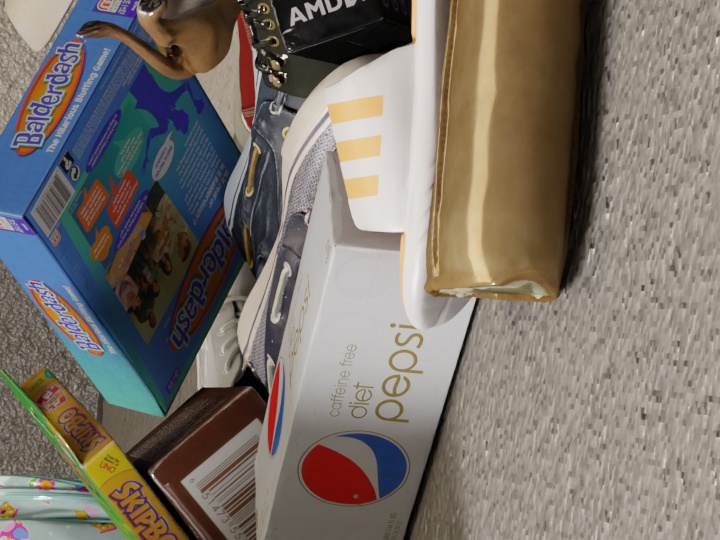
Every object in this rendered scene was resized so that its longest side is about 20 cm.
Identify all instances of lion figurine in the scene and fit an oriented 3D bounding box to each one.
[{"bbox_3d":[-0.071,-0.164,1.316,0.200,0.072,0.123,-50,-31,-17],"label":"lion figurine"}]

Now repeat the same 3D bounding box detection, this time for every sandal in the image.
[{"bbox_3d":[0.020,-0.082,0.967,0.079,0.059,0.207,-9,-79,-65],"label":"sandal"}]

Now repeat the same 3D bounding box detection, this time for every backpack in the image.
[{"bbox_3d":[-0.156,0.196,1.536,0.167,0.199,0.127,111,162,-60],"label":"backpack"}]

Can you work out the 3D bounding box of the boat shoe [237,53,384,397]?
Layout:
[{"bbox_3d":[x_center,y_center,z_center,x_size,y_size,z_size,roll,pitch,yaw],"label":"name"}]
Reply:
[{"bbox_3d":[0.000,0.000,1.169,0.200,0.074,0.093,107,146,-40],"label":"boat shoe"}]

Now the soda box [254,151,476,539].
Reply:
[{"bbox_3d":[0.000,0.043,1.094,0.064,0.068,0.200,-95,14,-47],"label":"soda box"}]

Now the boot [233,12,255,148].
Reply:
[{"bbox_3d":[-0.040,-0.186,1.486,0.144,0.072,0.200,112,156,-52],"label":"boot"}]

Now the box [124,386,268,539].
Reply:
[{"bbox_3d":[-0.068,0.120,1.311,0.100,0.075,0.200,51,172,-3],"label":"box"}]

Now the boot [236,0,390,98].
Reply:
[{"bbox_3d":[-0.064,-0.147,1.219,0.077,0.199,0.139,-126,37,-66],"label":"boot"}]

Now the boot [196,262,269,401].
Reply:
[{"bbox_3d":[-0.065,0.045,1.517,0.096,0.073,0.201,173,94,-74],"label":"boot"}]

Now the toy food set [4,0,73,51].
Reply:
[{"bbox_3d":[-0.115,-0.218,1.392,0.144,0.060,0.200,-54,-2,38],"label":"toy food set"}]

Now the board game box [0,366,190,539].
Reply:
[{"bbox_3d":[-0.113,0.129,1.266,0.200,0.030,0.096,55,169,-35],"label":"board game box"}]

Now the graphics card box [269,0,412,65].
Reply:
[{"bbox_3d":[-0.030,-0.195,1.105,0.125,0.051,0.201,-5,-101,-80],"label":"graphics card box"}]

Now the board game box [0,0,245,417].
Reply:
[{"bbox_3d":[-0.129,-0.036,1.359,0.152,0.045,0.200,-64,-32,-26],"label":"board game box"}]

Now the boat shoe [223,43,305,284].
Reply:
[{"bbox_3d":[-0.023,-0.063,1.330,0.201,0.071,0.091,106,153,-43],"label":"boat shoe"}]

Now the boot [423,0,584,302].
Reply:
[{"bbox_3d":[0.060,-0.091,0.855,0.175,0.066,0.201,58,-142,-86],"label":"boot"}]
